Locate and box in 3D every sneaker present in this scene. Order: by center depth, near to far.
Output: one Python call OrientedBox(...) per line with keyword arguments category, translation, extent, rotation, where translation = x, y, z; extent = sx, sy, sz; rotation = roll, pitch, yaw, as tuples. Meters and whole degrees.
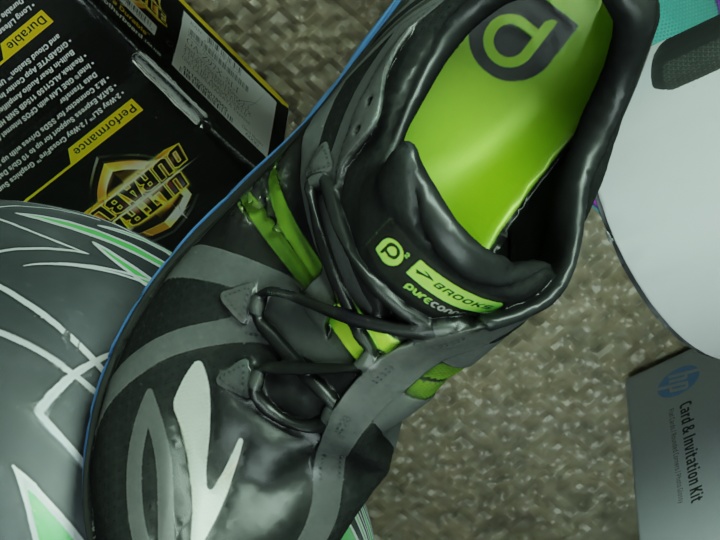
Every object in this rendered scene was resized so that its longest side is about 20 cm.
OrientedBox(category="sneaker", translation=(0.001, 0.000, 0.656), extent=(0.071, 0.083, 0.200), rotation=(34, 93, -9))

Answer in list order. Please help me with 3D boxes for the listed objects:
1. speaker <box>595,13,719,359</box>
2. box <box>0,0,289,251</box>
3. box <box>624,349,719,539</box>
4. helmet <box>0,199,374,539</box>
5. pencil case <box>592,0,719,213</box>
OrientedBox(category="speaker", translation=(0.154, -0.049, 0.662), extent=(0.199, 0.081, 0.081), rotation=(-24, 119, 32))
OrientedBox(category="box", translation=(-0.147, -0.033, 0.828), extent=(0.200, 0.049, 0.160), rotation=(-36, 116, 23))
OrientedBox(category="box", translation=(0.144, 0.139, 0.857), extent=(0.041, 0.156, 0.200), rotation=(-27, 117, 18))
OrientedBox(category="helmet", translation=(-0.089, 0.084, 0.766), extent=(0.200, 0.200, 0.191), rotation=(33, 104, -17))
OrientedBox(category="pencil case", translation=(0.100, -0.026, 0.795), extent=(0.200, 0.085, 0.093), rotation=(43, 79, -20))
